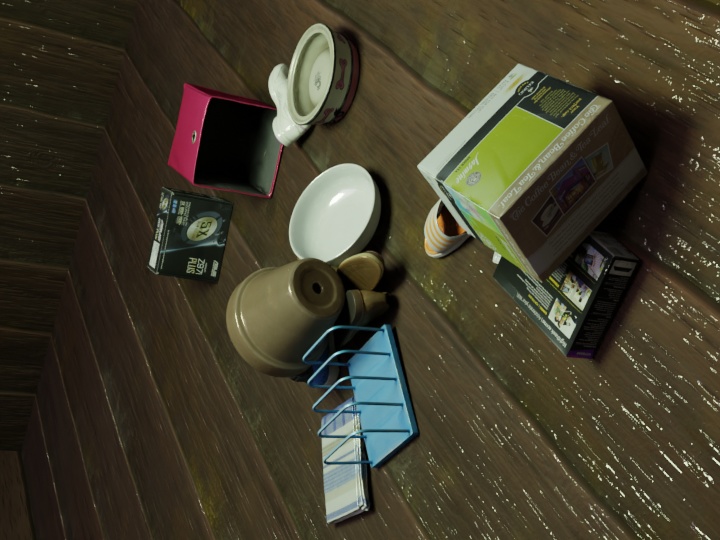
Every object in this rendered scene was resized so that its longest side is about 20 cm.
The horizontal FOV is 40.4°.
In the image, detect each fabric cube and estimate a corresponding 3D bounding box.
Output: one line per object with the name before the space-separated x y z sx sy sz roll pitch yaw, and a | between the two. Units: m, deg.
fabric cube | -0.301 -0.295 2.202 0.199 0.197 0.200 34 113 57

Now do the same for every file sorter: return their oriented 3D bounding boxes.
file sorter | -0.008 0.210 1.647 0.139 0.121 0.203 -46 47 43

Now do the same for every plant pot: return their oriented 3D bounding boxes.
plant pot | -0.112 0.066 1.718 0.174 0.197 0.204 -37 52 48

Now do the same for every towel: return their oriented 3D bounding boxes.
towel | -0.029 0.343 1.755 0.147 0.023 0.204 -41 47 52

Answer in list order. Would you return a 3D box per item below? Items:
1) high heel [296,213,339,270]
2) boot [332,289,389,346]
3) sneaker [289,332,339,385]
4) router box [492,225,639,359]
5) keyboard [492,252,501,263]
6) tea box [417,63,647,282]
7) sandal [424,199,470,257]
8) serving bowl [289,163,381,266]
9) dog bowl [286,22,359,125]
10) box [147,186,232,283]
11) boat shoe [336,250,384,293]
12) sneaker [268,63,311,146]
high heel | -0.082 0.006 1.899 0.143 0.070 0.204 126 139 -56
boot | -0.004 0.085 1.742 0.200 0.074 0.075 131 129 -64
sneaker | -0.112 0.124 1.863 0.077 0.109 0.203 -46 45 44
router box | 0.267 -0.002 1.303 0.201 0.050 0.151 54 130 50
keyboard | 0.235 -0.104 1.423 0.056 0.010 0.204 26 106 59
tea box | 0.218 -0.130 1.253 0.200 0.134 0.197 -44 37 -3
sandal | 0.146 -0.088 1.523 0.206 0.058 0.081 -35 54 52
serving bowl | -0.036 -0.092 1.798 0.197 0.066 0.204 -21 54 31
dog bowl | -0.073 -0.385 1.957 0.199 0.073 0.205 -21 65 55
box | -0.416 -0.086 2.384 0.086 0.161 0.204 24 103 58
boat shoe | 0.000 0.000 1.736 0.072 0.072 0.200 -54 2 -28
sneaker | -0.141 -0.364 2.092 0.099 0.074 0.204 -28 58 32
